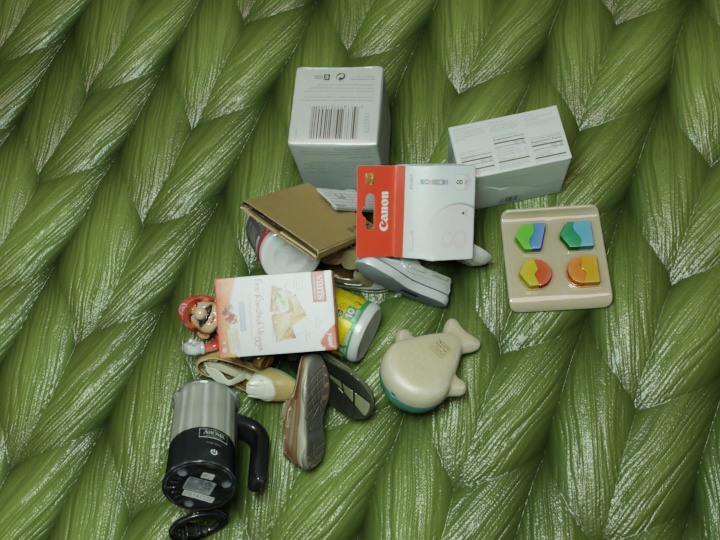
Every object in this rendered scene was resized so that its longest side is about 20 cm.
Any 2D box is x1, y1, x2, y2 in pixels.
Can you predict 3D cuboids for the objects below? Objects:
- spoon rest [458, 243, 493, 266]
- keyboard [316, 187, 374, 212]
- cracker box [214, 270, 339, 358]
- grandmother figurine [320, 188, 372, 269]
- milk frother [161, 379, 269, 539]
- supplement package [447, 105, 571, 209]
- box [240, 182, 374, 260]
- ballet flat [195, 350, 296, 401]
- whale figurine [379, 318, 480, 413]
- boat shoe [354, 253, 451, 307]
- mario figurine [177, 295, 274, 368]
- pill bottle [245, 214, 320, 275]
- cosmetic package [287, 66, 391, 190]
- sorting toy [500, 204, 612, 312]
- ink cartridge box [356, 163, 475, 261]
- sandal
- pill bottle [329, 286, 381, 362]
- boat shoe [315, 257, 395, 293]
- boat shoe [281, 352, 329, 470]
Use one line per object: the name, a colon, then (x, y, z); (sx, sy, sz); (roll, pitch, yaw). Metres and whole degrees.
spoon rest: (0.155, -0.062, 1.477); (0.200, 0.099, 0.061); (22, 86, 22)
keyboard: (-0.007, -0.129, 1.473); (0.056, 0.200, 0.011); (50, 115, 21)
cracker box: (-0.139, 0.073, 1.345); (0.200, 0.058, 0.134); (-5, 87, 2)
grandmother figurine: (-0.032, -0.086, 1.482); (0.121, 0.061, 0.200); (22, 39, -7)
milk frother: (-0.271, 0.330, 1.355); (0.200, 0.180, 0.188); (-40, 30, 20)
supplement package: (0.270, -0.203, 1.479); (0.200, 0.156, 0.111); (-11, 72, 2)
box: (-0.085, -0.090, 1.371); (0.163, 0.200, 0.021); (34, 119, 18)
ballet flat: (-0.205, 0.197, 1.425); (0.200, 0.063, 0.069); (18, 117, 17)
whale figurine: (0.120, 0.169, 1.401); (0.159, 0.104, 0.200); (41, 54, 19)
boat shoe: (0.079, 0.003, 1.431); (0.200, 0.074, 0.065); (27, 71, -30)
mario figurine: (-0.242, 0.099, 1.412); (0.200, 0.106, 0.123); (21, 41, 20)
pill bottle: (-0.148, -0.066, 1.456); (0.111, 0.111, 0.200); (-29, 31, -5)
cosmetic package: (-0.032, -0.261, 1.509); (0.165, 0.200, 0.165); (2, 70, 7)
sorting toy: (0.359, -0.026, 1.468); (0.185, 0.036, 0.200); (-3, 69, 4)
ink cartridge box: (0.096, -0.098, 1.354); (0.200, 0.057, 0.163); (-4, 102, -21)
sandal: (-0.047, 0.183, 1.416); (0.201, 0.057, 0.080); (37, 117, 28)
pill bottle: (-0.074, 0.076, 1.433); (0.200, 0.113, 0.113); (23, 73, 14)
boat shoe: (0.000, 0.000, 1.478); (0.200, 0.068, 0.075); (-6, 69, 4)
boat shoe: (-0.103, 0.240, 1.374); (0.072, 0.076, 0.200); (5, 89, 33)
